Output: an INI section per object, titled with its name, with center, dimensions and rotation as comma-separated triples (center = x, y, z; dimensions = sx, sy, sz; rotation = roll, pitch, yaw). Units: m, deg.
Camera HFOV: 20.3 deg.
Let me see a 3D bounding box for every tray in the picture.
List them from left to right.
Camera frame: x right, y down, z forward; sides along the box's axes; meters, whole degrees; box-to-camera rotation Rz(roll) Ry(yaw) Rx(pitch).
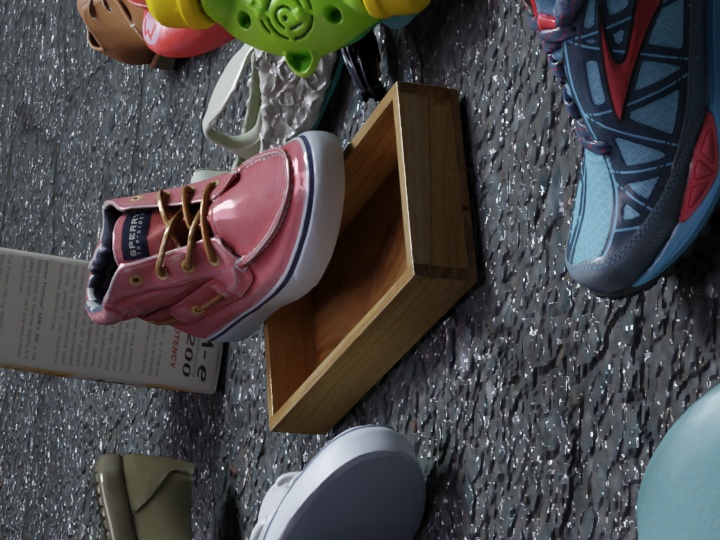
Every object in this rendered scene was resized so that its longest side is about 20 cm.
[tray]
center = 0.000, 0.000, 0.995
dimensions = 0.200, 0.037, 0.100
rotation = 132, 138, -57

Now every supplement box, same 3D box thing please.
[supplement box]
center = -0.196, 0.029, 1.271
dimensions = 0.126, 0.198, 0.074
rotation = 180, 99, -70

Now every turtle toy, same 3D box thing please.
[turtle toy]
center = -0.021, -0.192, 0.983
dimensions = 0.101, 0.144, 0.202
rotation = 21, -109, -69

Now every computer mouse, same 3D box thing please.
[computer mouse]
center = -0.008, -0.175, 1.066
dimensions = 0.059, 0.034, 0.202
rotation = 84, 173, -65

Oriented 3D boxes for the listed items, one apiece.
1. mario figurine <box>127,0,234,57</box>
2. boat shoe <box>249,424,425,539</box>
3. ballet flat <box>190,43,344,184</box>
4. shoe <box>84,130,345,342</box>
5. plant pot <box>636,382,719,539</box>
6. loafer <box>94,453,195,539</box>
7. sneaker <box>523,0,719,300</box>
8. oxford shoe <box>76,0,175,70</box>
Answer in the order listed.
[mario figurine]
center = -0.095, -0.224, 1.190
dimensions = 0.123, 0.105, 0.202
rotation = -36, -34, -72
[boat shoe]
center = -0.026, 0.130, 0.980
dimensions = 0.201, 0.073, 0.066
rotation = 117, 146, -42
[ballet flat]
center = -0.062, -0.065, 1.131
dimensions = 0.072, 0.071, 0.201
rotation = -115, 36, -53
[shoe]
center = -0.079, -0.015, 1.029
dimensions = 0.200, 0.090, 0.072
rotation = 135, 136, -59
[plant pot]
center = 0.130, 0.123, 0.437
dimensions = 0.189, 0.198, 0.201
rotation = -84, 15, -45
[loafer]
center = -0.106, 0.200, 1.182
dimensions = 0.076, 0.067, 0.202
rotation = 117, 138, -78
[sneaker]
center = 0.085, -0.091, 0.709
dimensions = 0.079, 0.095, 0.202
rotation = -149, 66, -67
[oxford shoe]
center = -0.152, -0.181, 1.340
dimensions = 0.200, 0.071, 0.072
rotation = 127, 145, -71
